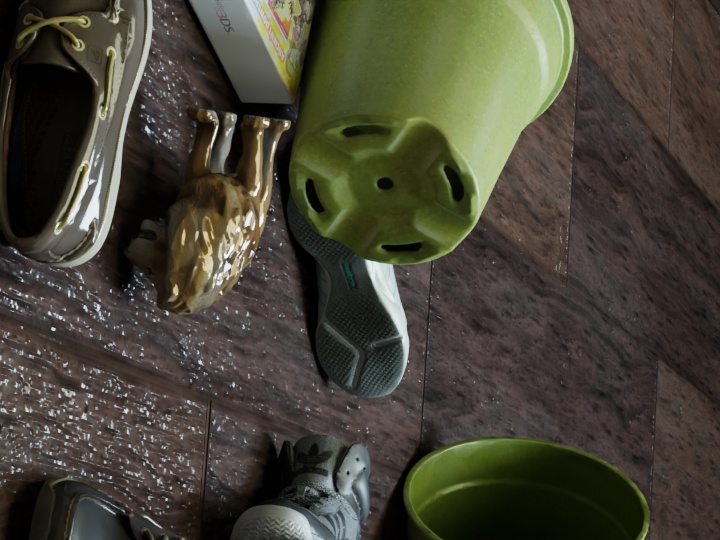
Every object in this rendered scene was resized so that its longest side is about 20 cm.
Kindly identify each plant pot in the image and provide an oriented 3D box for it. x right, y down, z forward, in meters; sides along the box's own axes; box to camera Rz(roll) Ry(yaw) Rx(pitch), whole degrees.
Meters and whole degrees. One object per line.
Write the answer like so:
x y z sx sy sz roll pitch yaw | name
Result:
0.034 -0.111 1.821 0.185 0.199 0.201 -73 156 -47 | plant pot
0.124 0.271 2.198 0.201 0.199 0.194 -56 155 -60 | plant pot

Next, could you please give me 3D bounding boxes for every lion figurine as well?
-0.084 -0.037 1.676 0.200 0.072 0.123 -9 107 -77 | lion figurine

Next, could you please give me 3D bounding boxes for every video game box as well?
-0.071 -0.237 1.747 0.200 0.046 0.183 64 30 -56 | video game box

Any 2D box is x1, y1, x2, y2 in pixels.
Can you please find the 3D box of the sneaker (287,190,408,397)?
0.000 0.000 1.946 0.080 0.070 0.201 -68 152 -55 | sneaker

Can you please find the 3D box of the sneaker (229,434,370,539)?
-0.041 0.160 1.822 0.200 0.075 0.115 64 31 -67 | sneaker

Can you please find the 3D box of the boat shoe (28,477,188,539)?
-0.128 0.166 1.533 0.200 0.073 0.075 50 44 -65 | boat shoe

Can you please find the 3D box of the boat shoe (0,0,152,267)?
-0.158 -0.104 1.436 0.059 0.071 0.202 20 78 -75 | boat shoe
